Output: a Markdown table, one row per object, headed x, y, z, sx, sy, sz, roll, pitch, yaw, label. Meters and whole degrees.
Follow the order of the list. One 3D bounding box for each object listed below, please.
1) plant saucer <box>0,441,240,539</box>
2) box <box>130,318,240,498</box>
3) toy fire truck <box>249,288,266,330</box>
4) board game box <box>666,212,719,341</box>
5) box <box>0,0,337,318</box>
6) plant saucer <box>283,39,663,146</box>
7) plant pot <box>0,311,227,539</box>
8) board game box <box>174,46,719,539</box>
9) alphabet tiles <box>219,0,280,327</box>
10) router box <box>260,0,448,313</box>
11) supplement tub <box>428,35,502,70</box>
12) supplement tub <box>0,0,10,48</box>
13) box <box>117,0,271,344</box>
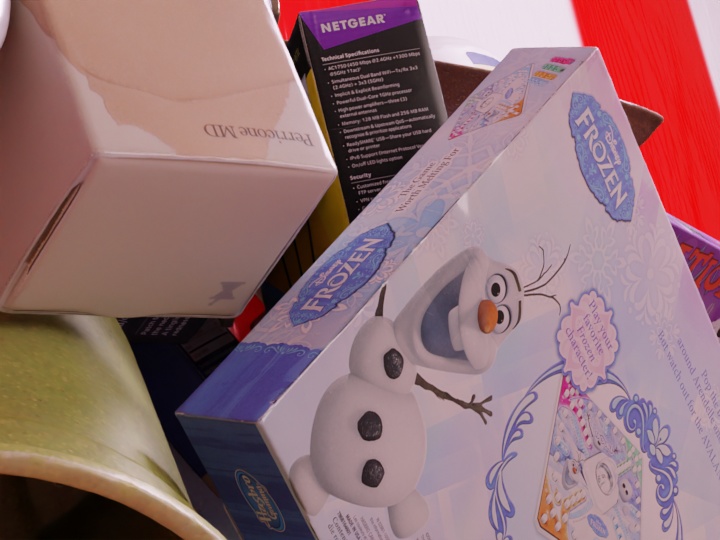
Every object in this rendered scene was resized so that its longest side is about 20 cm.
| x | y | z | sx | sy | sz | roll | pitch | yaw | label |
| --- | --- | --- | --- | --- | --- | --- | --- | --- | --- |
| -0.086 | 0.138 | 1.045 | 0.201 | 0.039 | 0.202 | 47 | 25 | -29 | plant saucer |
| -0.102 | 0.002 | 1.128 | 0.200 | 0.032 | 0.121 | 52 | 6 | 1 | box |
| -0.020 | 0.033 | 1.226 | 0.200 | 0.049 | 0.141 | 52 | -6 | -26 | toy fire truck |
| 0.107 | 0.027 | 1.201 | 0.032 | 0.120 | 0.200 | 37 | 9 | 39 | board game box |
| -0.090 | -0.086 | 0.879 | 0.094 | 0.078 | 0.201 | 2 | 51 | -36 | box |
| 0.032 | -0.067 | 1.194 | 0.200 | 0.199 | 0.037 | 11 | 90 | -61 | plant saucer |
| -0.129 | 0.089 | 0.854 | 0.200 | 0.200 | 0.185 | 46 | 14 | -29 | plant pot |
| 0.049 | 0.063 | 0.908 | 0.199 | 0.043 | 0.201 | -46 | 124 | -34 | board game box |
| -0.054 | -0.082 | 1.111 | 0.200 | 0.006 | 0.167 | 107 | -20 | -55 | alphabet tiles |
| 0.000 | 0.000 | 1.048 | 0.200 | 0.051 | 0.150 | 120 | -42 | -71 | router box |
| 0.058 | -0.002 | 1.326 | 0.144 | 0.144 | 0.200 | 27 | 24 | -52 | supplement tub |
| -0.216 | -0.066 | 0.813 | 0.132 | 0.199 | 0.132 | 46 | 25 | -29 | supplement tub |
| -0.146 | -0.088 | 0.996 | 0.196 | 0.124 | 0.201 | 4 | 55 | -33 | box |
